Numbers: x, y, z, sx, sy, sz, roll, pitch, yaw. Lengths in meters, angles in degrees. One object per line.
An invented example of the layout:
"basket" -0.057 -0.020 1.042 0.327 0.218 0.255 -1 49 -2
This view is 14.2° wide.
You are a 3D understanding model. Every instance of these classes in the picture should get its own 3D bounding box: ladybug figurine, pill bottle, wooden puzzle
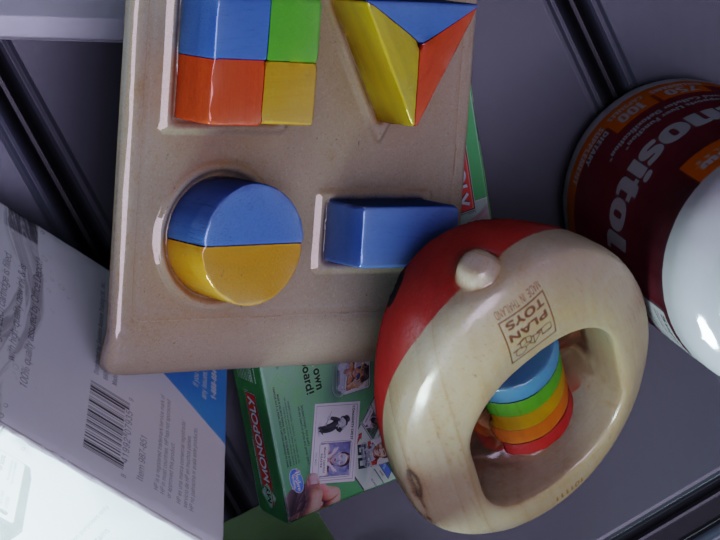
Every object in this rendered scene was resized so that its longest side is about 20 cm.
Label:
"ladybug figurine" 0.060 0.040 1.268 0.136 0.072 0.200 -36 149 -14
"pill bottle" 0.174 -0.013 1.288 0.113 0.200 0.113 -5 107 -16
"wooden puzzle" -0.019 -0.051 1.233 0.185 0.046 0.200 -2 104 -39

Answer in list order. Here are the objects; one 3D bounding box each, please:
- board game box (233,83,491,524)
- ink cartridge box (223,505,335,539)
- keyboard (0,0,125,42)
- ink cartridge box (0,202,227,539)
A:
"board game box" 0.000 0.000 1.314 0.135 0.029 0.200 -20 111 -28
"ink cartridge box" -0.059 0.166 1.268 0.145 0.200 0.048 -26 129 -8
"keyboard" -0.161 -0.129 1.259 0.200 0.011 0.056 0 100 -17
"ink cartridge box" -0.160 0.049 1.228 0.200 0.145 0.084 33 119 -22
